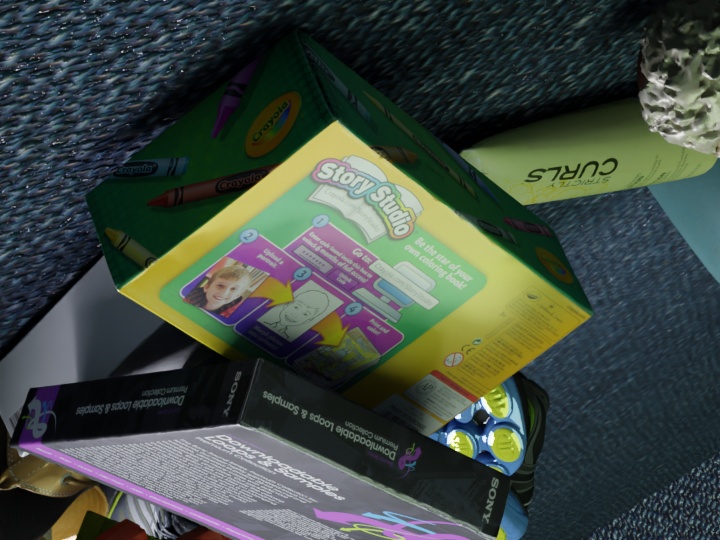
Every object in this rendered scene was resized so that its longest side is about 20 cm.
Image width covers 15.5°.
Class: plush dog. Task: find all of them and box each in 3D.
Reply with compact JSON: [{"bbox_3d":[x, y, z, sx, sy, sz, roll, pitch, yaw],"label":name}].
[{"bbox_3d":[0.254,-0.124,1.288,0.200,0.160,0.172,-17,137,-49],"label":"plush dog"}]

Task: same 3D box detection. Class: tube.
[{"bbox_3d":[0.107,-0.059,1.406,0.200,0.052,0.058,-12,120,-39],"label":"tube"}]

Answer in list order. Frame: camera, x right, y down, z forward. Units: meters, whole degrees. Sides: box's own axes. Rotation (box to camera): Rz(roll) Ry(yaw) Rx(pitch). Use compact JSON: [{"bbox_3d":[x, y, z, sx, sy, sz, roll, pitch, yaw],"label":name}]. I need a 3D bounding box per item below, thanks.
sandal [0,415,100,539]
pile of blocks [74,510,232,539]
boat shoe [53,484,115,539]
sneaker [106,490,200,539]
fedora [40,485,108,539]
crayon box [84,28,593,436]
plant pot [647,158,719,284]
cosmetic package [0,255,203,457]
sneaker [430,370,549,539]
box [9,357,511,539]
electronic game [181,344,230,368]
[{"bbox_3d":[-0.147,0.087,1.347,0.200,0.082,0.055,-25,179,-29],"label":"sandal"},{"bbox_3d":[-0.106,0.155,1.399,0.200,0.082,0.062,29,83,-63],"label":"pile of blocks"},{"bbox_3d":[-0.100,0.101,1.560,0.200,0.072,0.066,-34,168,2],"label":"boat shoe"},{"bbox_3d":[-0.101,0.135,1.473,0.074,0.081,0.200,9,118,-11],"label":"sneaker"},{"bbox_3d":[-0.224,0.176,1.456,0.201,0.082,0.201,-14,155,-7],"label":"fedora"},{"bbox_3d":[-0.005,-0.005,1.126,0.119,0.058,0.200,-37,137,17],"label":"crayon box"},{"bbox_3d":[0.284,-0.049,1.562,0.201,0.161,0.201,-27,167,-7],"label":"plant pot"},{"bbox_3d":[-0.096,0.018,1.255,0.083,0.051,0.200,-13,161,-41],"label":"cosmetic package"},{"bbox_3d":[0.061,0.081,1.409,0.071,0.083,0.200,6,158,10],"label":"sneaker"},{"bbox_3d":[-0.048,0.085,1.188,0.143,0.036,0.200,27,161,-31],"label":"box"},{"bbox_3d":[-0.007,0.038,1.293,0.200,0.042,0.200,-24,165,-7],"label":"electronic game"}]
